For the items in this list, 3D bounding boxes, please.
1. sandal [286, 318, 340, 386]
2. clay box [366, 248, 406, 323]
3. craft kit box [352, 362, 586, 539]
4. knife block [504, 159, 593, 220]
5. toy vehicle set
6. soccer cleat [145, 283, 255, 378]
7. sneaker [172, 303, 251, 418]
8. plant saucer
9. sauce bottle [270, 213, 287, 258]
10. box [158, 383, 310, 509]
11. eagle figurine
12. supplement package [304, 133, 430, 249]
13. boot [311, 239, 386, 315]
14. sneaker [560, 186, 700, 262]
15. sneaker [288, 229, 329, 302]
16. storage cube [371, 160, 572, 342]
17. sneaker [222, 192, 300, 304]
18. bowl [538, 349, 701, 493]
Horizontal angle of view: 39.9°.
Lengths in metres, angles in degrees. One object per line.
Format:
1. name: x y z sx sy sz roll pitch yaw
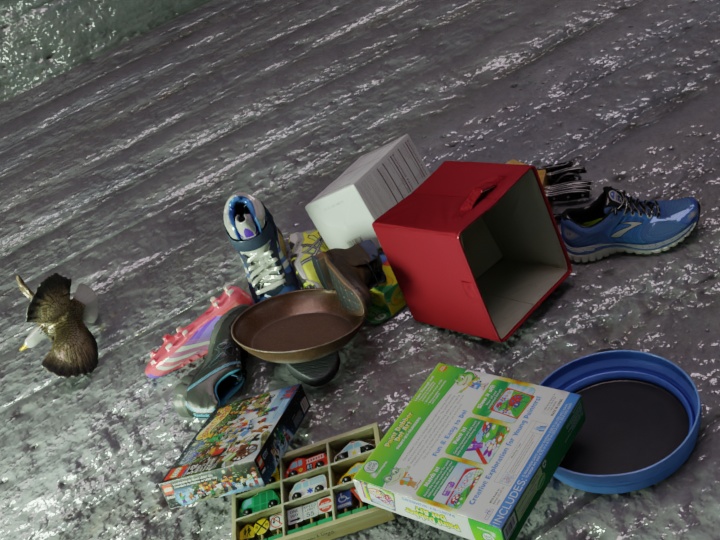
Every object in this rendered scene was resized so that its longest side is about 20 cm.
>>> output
1. sandal: -0.085 0.120 1.439 0.075 0.043 0.200 -22 26 -18
2. clay box: 0.059 -0.005 1.523 0.199 0.048 0.114 -37 35 -23
3. craft kit box: 0.123 0.201 1.116 0.196 0.049 0.200 12 46 36
4. knife block: 0.257 -0.101 1.532 0.199 0.065 0.175 -32 33 -15
5. toy vehicle set: -0.060 0.269 1.190 0.197 0.027 0.125 -20 41 8
6. soccer cleat: -0.244 0.107 1.529 0.200 0.077 0.067 -42 20 -3
7. sneaker: -0.191 0.137 1.451 0.081 0.074 0.201 6 52 31
8. plant saucer: -0.085 0.083 1.418 0.197 0.037 0.201 -8 22 3
9. sauce bottle: -0.159 -0.038 1.686 0.064 0.065 0.201 -21 31 0
10. box: -0.155 0.221 1.265 0.135 0.038 0.200 -17 16 19
11. eagle figurine: -0.500 0.087 1.636 0.199 0.150 0.153 6 76 61
12. supplement package: 0.022 -0.118 1.600 0.113 0.110 0.200 -20 17 39
13. boot: 0.000 0.000 1.428 0.096 0.076 0.200 -25 24 -12
14. sneaker: 0.377 -0.073 1.398 0.197 0.090 0.079 -12 34 14
15. sneaker: -0.068 -0.014 1.587 0.075 0.076 0.201 -20 34 2
16. storage cube: 0.154 -0.030 1.374 0.171 0.202 0.179 -41 31 -27
17. sneaker: -0.158 -0.022 1.513 0.080 0.147 0.202 -20 68 8
18. bowl: 0.290 0.173 1.138 0.198 0.040 0.202 -16 33 10
